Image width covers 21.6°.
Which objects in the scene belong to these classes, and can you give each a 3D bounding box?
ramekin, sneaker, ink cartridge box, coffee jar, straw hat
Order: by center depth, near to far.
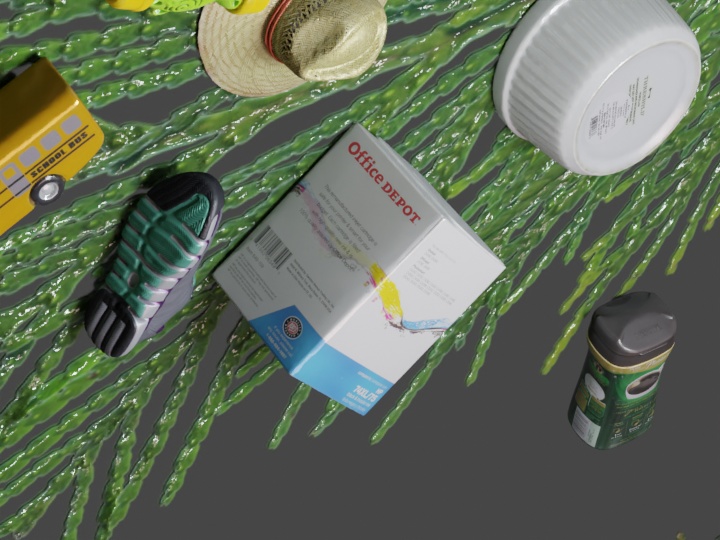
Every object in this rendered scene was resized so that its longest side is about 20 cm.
[{"bbox_3d":[-0.028,-0.201,1.552,0.200,0.085,0.202,-27,144,-21],"label":"straw hat"},{"bbox_3d":[-0.168,-0.013,1.655,0.200,0.074,0.087,-52,163,28],"label":"sneaker"},{"bbox_3d":[0.000,0.000,1.752,0.200,0.147,0.146,-46,146,7],"label":"ink cartridge box"},{"bbox_3d":[0.236,-0.186,1.821,0.199,0.105,0.201,-27,144,-21],"label":"ramekin"},{"bbox_3d":[0.313,0.118,2.259,0.104,0.085,0.201,-21,142,-24],"label":"coffee jar"}]

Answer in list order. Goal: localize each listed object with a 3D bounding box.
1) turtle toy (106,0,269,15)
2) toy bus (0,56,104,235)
[{"bbox_3d":[-0.119,-0.274,1.362,0.145,0.101,0.201,-4,131,-43],"label":"turtle toy"},{"bbox_3d":[-0.294,-0.069,1.449,0.200,0.065,0.078,-39,146,-5],"label":"toy bus"}]
